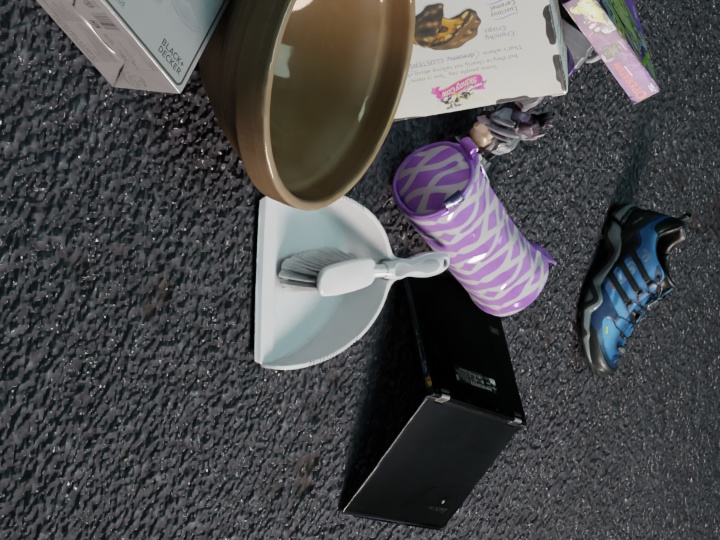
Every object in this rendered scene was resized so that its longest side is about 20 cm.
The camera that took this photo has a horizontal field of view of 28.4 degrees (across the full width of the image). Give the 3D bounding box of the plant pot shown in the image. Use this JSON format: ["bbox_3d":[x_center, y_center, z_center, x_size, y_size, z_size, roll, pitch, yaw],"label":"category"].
[{"bbox_3d":[-0.048,-0.150,0.988,0.201,0.092,0.202,-44,144,-46],"label":"plant pot"}]

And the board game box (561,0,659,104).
[{"bbox_3d":[0.189,-0.239,1.154,0.120,0.032,0.201,40,31,-34],"label":"board game box"}]

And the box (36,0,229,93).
[{"bbox_3d":[-0.122,-0.227,0.904,0.117,0.060,0.201,49,58,-49],"label":"box"}]

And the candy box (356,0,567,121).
[{"bbox_3d":[0.058,-0.219,1.069,0.072,0.167,0.201,-80,157,-51],"label":"candy box"}]

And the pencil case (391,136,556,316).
[{"bbox_3d":[0.101,-0.038,1.259,0.085,0.084,0.200,-42,141,-1],"label":"pencil case"}]

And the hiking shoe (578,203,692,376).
[{"bbox_3d":[0.300,0.022,1.570,0.074,0.086,0.201,29,73,-55],"label":"hiking shoe"}]

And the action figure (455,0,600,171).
[{"bbox_3d":[0.150,-0.153,1.265,0.200,0.069,0.130,-53,180,17],"label":"action figure"}]

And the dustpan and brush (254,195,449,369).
[{"bbox_3d":[0.000,0.000,1.141,0.200,0.057,0.140,-12,107,-55],"label":"dustpan and brush"}]

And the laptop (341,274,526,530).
[{"bbox_3d":[0.059,0.119,1.305,0.187,0.116,0.201,24,49,-56],"label":"laptop"}]
